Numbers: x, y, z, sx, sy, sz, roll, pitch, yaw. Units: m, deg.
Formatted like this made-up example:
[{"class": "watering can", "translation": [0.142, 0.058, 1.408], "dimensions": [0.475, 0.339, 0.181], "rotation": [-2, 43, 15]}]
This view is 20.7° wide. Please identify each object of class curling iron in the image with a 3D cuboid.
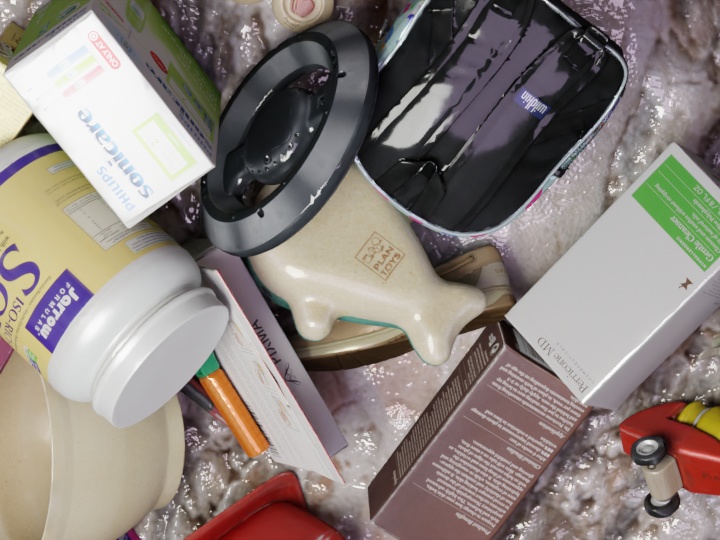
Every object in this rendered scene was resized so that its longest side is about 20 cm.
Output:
[{"class": "curling iron", "translation": [-0.158, 0.073, 1.663], "dimensions": [0.200, 0.026, 0.050], "rotation": [34, 85, -8]}]

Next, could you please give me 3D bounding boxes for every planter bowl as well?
[{"class": "planter bowl", "translation": [-0.227, 0.140, 1.611], "dimensions": [0.135, 0.200, 0.200], "rotation": [-2, 114, -31]}]

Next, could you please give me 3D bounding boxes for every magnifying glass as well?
[{"class": "magnifying glass", "translation": [-0.135, 0.066, 1.622], "dimensions": [0.022, 0.080, 0.200], "rotation": [-33, 99, -22]}]

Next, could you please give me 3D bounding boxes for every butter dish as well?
[{"class": "butter dish", "translation": [-0.058, 0.297, 1.645], "dimensions": [0.148, 0.199, 0.200], "rotation": [5, 116, 38]}]

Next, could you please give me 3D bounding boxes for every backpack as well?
[{"class": "backpack", "translation": [0.087, -0.133, 1.522], "dimensions": [0.177, 0.151, 0.200], "rotation": [35, 98, -9]}]

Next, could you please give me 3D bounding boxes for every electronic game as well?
[{"class": "electronic game", "translation": [-0.057, -0.102, 1.507], "dimensions": [0.042, 0.200, 0.200], "rotation": [30, 108, -32]}]

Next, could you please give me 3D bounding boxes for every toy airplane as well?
[{"class": "toy airplane", "translation": [0.339, 0.145, 1.643], "dimensions": [0.199, 0.141, 0.200], "rotation": [37, 139, -2]}]

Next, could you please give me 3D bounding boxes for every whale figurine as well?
[{"class": "whale figurine", "translation": [0.000, 0.000, 1.579], "dimensions": [0.200, 0.104, 0.159], "rotation": [34, 68, 4]}]

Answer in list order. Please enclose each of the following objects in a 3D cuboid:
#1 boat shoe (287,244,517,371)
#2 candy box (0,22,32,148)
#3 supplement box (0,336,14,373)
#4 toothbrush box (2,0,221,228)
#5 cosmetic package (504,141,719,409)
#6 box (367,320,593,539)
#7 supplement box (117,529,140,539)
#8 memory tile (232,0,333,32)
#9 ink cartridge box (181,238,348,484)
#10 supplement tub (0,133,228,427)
[{"class": "boat shoe", "translation": [0.028, 0.033, 1.637], "dimensions": [0.200, 0.071, 0.065], "rotation": [-17, 75, 4]}, {"class": "candy box", "translation": [-0.314, -0.090, 1.545], "dimensions": [0.055, 0.115, 0.200], "rotation": [33, 106, -12]}, {"class": "supplement box", "translation": [-0.368, 0.095, 1.573], "dimensions": [0.110, 0.086, 0.200], "rotation": [32, 149, -13]}, {"class": "toothbrush box", "translation": [-0.181, -0.139, 1.486], "dimensions": [0.086, 0.200, 0.146], "rotation": [-34, 107, 11]}, {"class": "cosmetic package", "translation": [0.229, 0.007, 1.595], "dimensions": [0.200, 0.085, 0.108], "rotation": [-48, 67, 13]}, {"class": "box", "translation": [0.101, 0.150, 1.674], "dimensions": [0.100, 0.075, 0.200], "rotation": [32, 105, -14]}, {"class": "supplement box", "translation": [-0.205, 0.324, 1.715], "dimensions": [0.103, 0.101, 0.200], "rotation": [-31, 109, 9]}, {"class": "memory tile", "translation": [-0.089, -0.286, 1.530], "dimensions": [0.200, 0.017, 0.153], "rotation": [25, 108, -10]}, {"class": "ink cartridge box", "translation": [-0.075, 0.069, 1.571], "dimensions": [0.045, 0.176, 0.200], "rotation": [-34, 103, -17]}, {"class": "supplement tub", "translation": [-0.213, 0.008, 1.493], "dimensions": [0.200, 0.145, 0.145], "rotation": [42, 107, 15]}]
